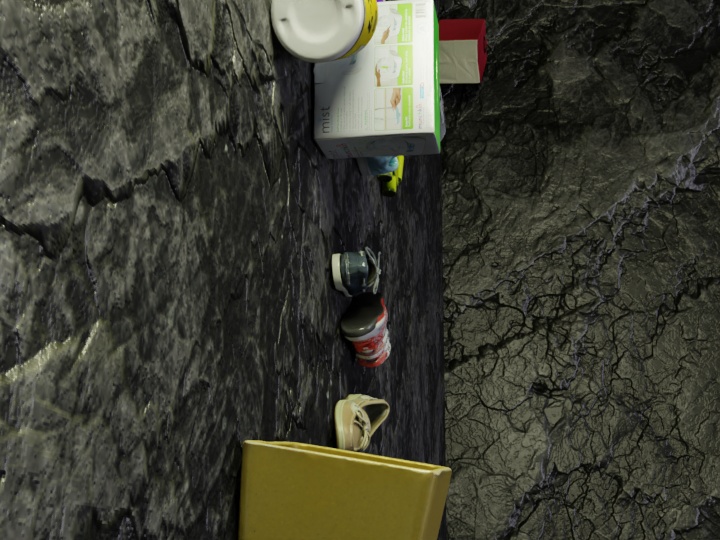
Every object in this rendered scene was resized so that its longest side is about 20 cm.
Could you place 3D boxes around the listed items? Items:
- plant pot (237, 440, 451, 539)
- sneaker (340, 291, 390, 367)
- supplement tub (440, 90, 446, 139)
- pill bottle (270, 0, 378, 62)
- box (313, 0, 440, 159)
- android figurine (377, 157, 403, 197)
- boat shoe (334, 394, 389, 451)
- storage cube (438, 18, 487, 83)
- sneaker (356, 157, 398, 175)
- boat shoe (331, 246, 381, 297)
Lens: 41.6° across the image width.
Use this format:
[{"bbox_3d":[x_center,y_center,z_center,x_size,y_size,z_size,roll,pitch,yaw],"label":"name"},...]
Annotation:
[{"bbox_3d":[-0.020,0.288,0.965,0.196,0.191,0.203,49,49,-75],"label":"plant pot"},{"bbox_3d":[0.014,0.111,1.535,0.202,0.066,0.110,-65,149,-75],"label":"sneaker"},{"bbox_3d":[0.130,-0.375,2.178,0.201,0.120,0.124,67,22,-62],"label":"supplement tub"},{"bbox_3d":[-0.037,-0.323,1.191,0.200,0.112,0.116,-60,147,-73],"label":"pill bottle"},{"bbox_3d":[0.024,-0.272,1.358,0.097,0.173,0.204,47,41,-75],"label":"box"},{"bbox_3d":[0.061,-0.263,1.990,0.183,0.040,0.203,70,22,-61],"label":"android figurine"},{"bbox_3d":[0.001,0.231,1.441,0.201,0.062,0.075,-12,99,-80],"label":"boat shoe"},{"bbox_3d":[0.357,-0.793,3.436,0.181,0.197,0.173,-70,157,-50],"label":"storage cube"},{"bbox_3d":[0.028,-0.228,1.649,0.200,0.081,0.075,59,29,-71],"label":"sneaker"},{"bbox_3d":[0.000,0.000,1.491,0.200,0.061,0.076,38,48,-78],"label":"boat shoe"}]
